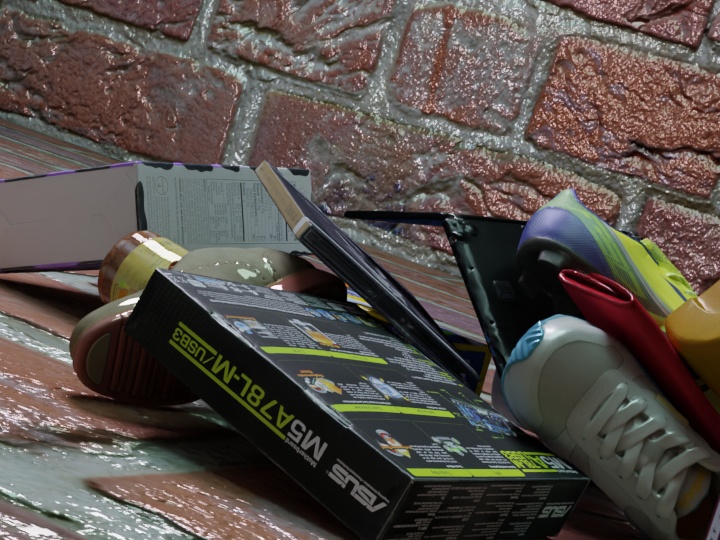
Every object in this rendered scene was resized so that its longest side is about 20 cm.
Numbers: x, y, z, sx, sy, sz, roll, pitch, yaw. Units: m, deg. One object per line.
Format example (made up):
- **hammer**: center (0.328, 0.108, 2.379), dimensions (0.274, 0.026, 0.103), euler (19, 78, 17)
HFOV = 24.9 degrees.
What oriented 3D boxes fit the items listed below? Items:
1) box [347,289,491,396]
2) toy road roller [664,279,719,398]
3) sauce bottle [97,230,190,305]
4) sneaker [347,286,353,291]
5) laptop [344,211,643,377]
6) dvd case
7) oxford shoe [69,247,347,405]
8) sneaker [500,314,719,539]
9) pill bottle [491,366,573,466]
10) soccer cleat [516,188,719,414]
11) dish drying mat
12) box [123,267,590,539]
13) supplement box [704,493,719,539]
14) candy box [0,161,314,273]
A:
- **box**: center (-0.003, 0.055, 1.194), dimensions (0.200, 0.070, 0.064), euler (21, 8, 40)
- **toy road roller**: center (0.259, 0.037, 0.895), dimensions (0.123, 0.146, 0.200), euler (43, 14, -25)
- **sauce bottle**: center (-0.085, 0.040, 1.052), dimensions (0.200, 0.066, 0.066), euler (30, 10, 33)
- **sneaker**: center (-0.054, 0.036, 1.321), dimensions (0.112, 0.078, 0.200), euler (11, -4, -28)
- **laptop**: center (0.109, 0.020, 1.099), dimensions (0.177, 0.103, 0.200), euler (3, 54, -35)
- **dvd case**: center (0.000, 0.000, 1.058), dimensions (0.149, 0.016, 0.200), euler (43, 3, -18)
- **oxford shoe**: center (-0.099, 0.027, 0.956), dimensions (0.074, 0.071, 0.200), euler (34, 27, 33)
- **sneaker**: center (0.159, 0.098, 0.929), dimensions (0.200, 0.077, 0.081), euler (43, -6, -30)
- **pill bottle**: center (0.197, 0.101, 1.154), dimensions (0.200, 0.113, 0.112), euler (19, 4, 29)
- **soccer cleat**: center (0.189, 0.021, 1.016), dimensions (0.200, 0.084, 0.065), euler (35, -36, -5)
- **dish drying mat**: center (0.190, 0.077, 0.972), dimensions (0.200, 0.018, 0.077), euler (53, -11, -26)
- **box**: center (0.002, 0.074, 0.872), dimensions (0.193, 0.048, 0.200), euler (39, 14, 29)
- **supplement box**: center (0.274, 0.143, 0.774), dimensions (0.199, 0.131, 0.103), euler (18, 4, -5)
- **candy box**: center (-0.159, -0.039, 1.241), dimensions (0.167, 0.072, 0.200), euler (-4, -1, 36)
